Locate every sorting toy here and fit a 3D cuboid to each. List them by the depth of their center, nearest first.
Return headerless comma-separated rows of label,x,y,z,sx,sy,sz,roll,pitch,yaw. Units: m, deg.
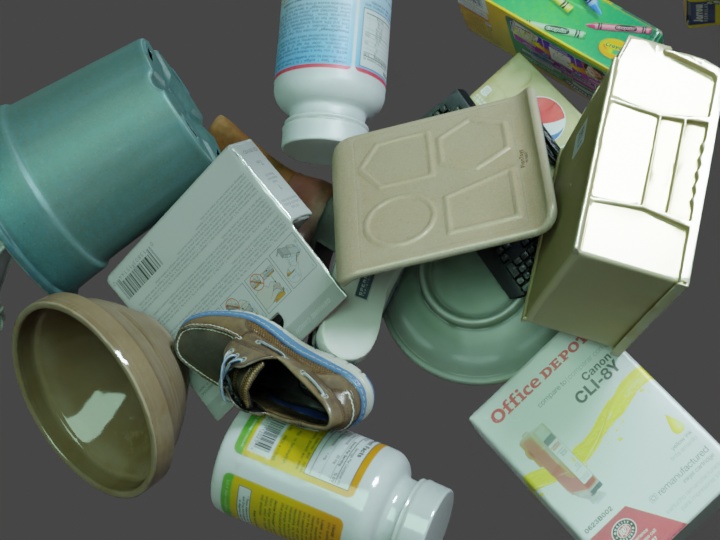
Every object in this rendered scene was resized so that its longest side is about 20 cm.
sorting toy,0.071,-0.071,1.468,0.199,0.037,0.185,-17,41,12

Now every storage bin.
storage bin,0.215,-0.059,1.380,0.093,0.200,0.199,15,71,-1

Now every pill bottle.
pill bottle,-0.023,0.198,1.492,0.199,0.111,0.111,20,80,17
pill bottle,-0.027,-0.208,1.605,0.108,0.109,0.201,1,75,13

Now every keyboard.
keyboard,0.136,-0.083,1.519,0.127,0.021,0.200,-37,72,10

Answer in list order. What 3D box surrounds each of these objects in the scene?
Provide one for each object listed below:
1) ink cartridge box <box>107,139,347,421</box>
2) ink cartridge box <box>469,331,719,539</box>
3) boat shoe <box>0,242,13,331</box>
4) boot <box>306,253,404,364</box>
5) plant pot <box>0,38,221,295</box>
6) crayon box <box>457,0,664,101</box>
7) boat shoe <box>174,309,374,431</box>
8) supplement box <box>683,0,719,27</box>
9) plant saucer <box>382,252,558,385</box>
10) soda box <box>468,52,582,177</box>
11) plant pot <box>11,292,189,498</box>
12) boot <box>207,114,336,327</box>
ink cartridge box,-0.117,0.010,1.537,0.200,0.045,0.176,-44,81,29
ink cartridge box,0.214,0.158,1.464,0.145,0.083,0.200,-43,70,-2
boat shoe,-0.381,0.045,1.642,0.065,0.074,0.200,31,94,14
boot,0.000,0.000,1.547,0.073,0.090,0.201,27,71,-8
plant pot,-0.246,-0.106,1.574,0.196,0.200,0.201,-32,71,5
crayon box,0.185,-0.224,1.557,0.200,0.119,0.058,33,84,18
boat shoe,-0.088,0.088,1.472,0.199,0.072,0.073,16,110,25
supplement box,0.348,-0.344,1.559,0.109,0.109,0.201,-5,74,11
plant saucer,0.110,0.004,1.548,0.199,0.050,0.201,-3,74,12
soda box,0.192,-0.105,1.552,0.068,0.064,0.200,-41,70,-1
plant pot,-0.226,0.102,1.551,0.201,0.201,0.093,41,47,19
boot,-0.116,-0.029,1.601,0.200,0.068,0.189,31,94,24
